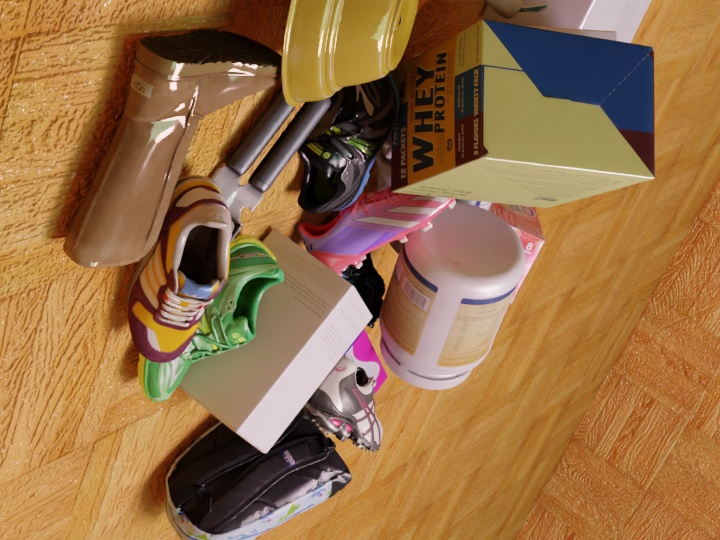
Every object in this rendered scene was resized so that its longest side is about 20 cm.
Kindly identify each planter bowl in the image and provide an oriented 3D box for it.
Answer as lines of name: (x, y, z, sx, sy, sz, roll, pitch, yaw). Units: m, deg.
planter bowl: (0.002, -0.232, 1.144, 0.200, 0.083, 0.201, 18, 90, -82)

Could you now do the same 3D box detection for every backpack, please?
backpack: (-0.141, 0.256, 1.564, 0.200, 0.163, 0.154, -29, 162, -36)

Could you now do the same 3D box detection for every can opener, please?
can opener: (-0.107, -0.102, 1.261, 0.200, 0.053, 0.066, -53, -167, 0)

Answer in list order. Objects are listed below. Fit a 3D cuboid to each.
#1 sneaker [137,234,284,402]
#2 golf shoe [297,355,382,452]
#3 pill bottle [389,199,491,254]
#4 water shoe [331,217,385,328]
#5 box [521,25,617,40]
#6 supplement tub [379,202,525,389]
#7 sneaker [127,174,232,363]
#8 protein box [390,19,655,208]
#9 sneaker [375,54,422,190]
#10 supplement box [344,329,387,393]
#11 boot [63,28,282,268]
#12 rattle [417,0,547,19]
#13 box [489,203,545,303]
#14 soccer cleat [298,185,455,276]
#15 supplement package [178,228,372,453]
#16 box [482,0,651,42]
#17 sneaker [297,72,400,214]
sneaker: (-0.155, 0.056, 1.326, 0.200, 0.083, 0.074, -53, 159, -3)
golf shoe: (-0.004, 0.162, 1.542, 0.088, 0.077, 0.200, -59, 159, -4)
pill bottle: (0.108, -0.108, 1.590, 0.120, 0.120, 0.201, -24, 143, -53)
water shoe: (0.000, 0.000, 1.576, 0.072, 0.079, 0.200, -48, 158, -17)
box: (0.179, -0.225, 1.439, 0.200, 0.155, 0.041, 144, -53, -77)
supplement tub: (0.103, 0.034, 1.538, 0.144, 0.144, 0.200, -36, 155, -39)
sneaker: (-0.169, 0.015, 1.202, 0.075, 0.090, 0.201, 4, 119, -22)
protein box: (0.160, -0.152, 1.313, 0.200, 0.198, 0.136, 165, -73, -66)
sneaker: (0.032, -0.140, 1.453, 0.115, 0.075, 0.201, -30, 143, -45)
supplement box: (-0.046, 0.114, 1.617, 0.101, 0.103, 0.200, -50, 157, -12)
boot: (-0.161, -0.106, 1.114, 0.175, 0.066, 0.201, -10, 133, -49)
rattle: (0.103, -0.273, 1.349, 0.143, 0.130, 0.200, -60, 165, 8)
box: (0.177, -0.052, 1.737, 0.200, 0.094, 0.103, -87, -159, -69)
soccer cleat: (0.024, -0.065, 1.439, 0.200, 0.077, 0.067, -32, -166, 18)
supplement package: (-0.101, 0.079, 1.424, 0.200, 0.120, 0.121, -52, 160, -9)
box: (0.260, -0.332, 1.572, 0.200, 0.124, 0.098, -24, 143, -52)
sneaker: (-0.017, -0.138, 1.349, 0.083, 0.071, 0.200, -33, 151, -49)
